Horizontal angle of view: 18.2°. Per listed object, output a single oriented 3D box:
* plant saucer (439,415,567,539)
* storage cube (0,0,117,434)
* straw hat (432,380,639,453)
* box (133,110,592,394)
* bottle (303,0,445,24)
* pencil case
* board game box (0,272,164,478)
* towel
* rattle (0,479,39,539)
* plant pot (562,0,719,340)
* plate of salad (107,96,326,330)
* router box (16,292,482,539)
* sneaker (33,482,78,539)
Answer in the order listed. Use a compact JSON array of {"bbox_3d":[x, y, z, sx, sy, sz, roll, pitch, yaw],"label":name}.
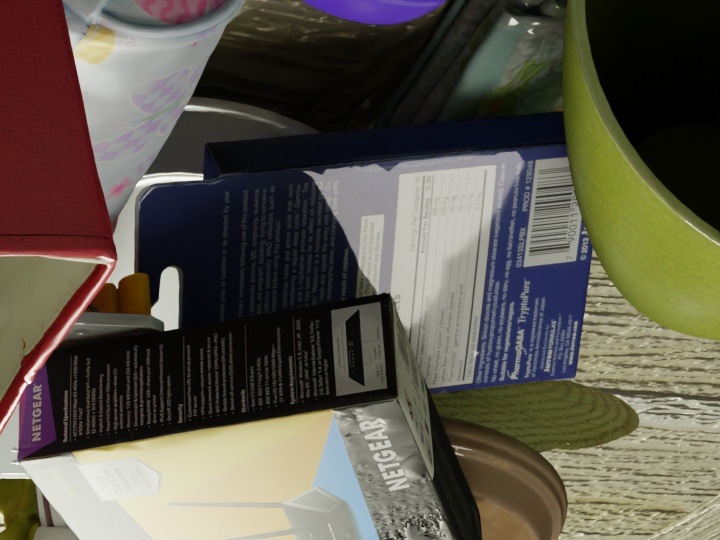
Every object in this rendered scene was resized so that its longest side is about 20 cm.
[{"bbox_3d":[-0.001,0.126,1.049,0.198,0.030,0.201,-2,147,-1],"label":"plant saucer"},{"bbox_3d":[-0.200,-0.041,0.712,0.198,0.181,0.171,0,152,-29],"label":"storage cube"},{"bbox_3d":[0.039,0.028,1.103,0.199,0.086,0.201,2,-168,0],"label":"straw hat"},{"bbox_3d":[0.000,0.000,0.929,0.198,0.032,0.122,-7,123,-18],"label":"box"},{"bbox_3d":[0.050,-0.160,0.750,0.083,0.066,0.200,3,149,-42],"label":"bottle"},{"bbox_3d":[-0.111,-0.066,0.827,0.090,0.083,0.200,-27,165,-38],"label":"pencil case"},{"bbox_3d":[-0.199,0.042,0.903,0.198,0.026,0.200,3,158,-20],"label":"board game box"},{"bbox_3d":[0.101,-0.074,0.984,0.170,0.049,0.200,-3,153,-25],"label":"towel"},{"bbox_3d":[-0.191,0.132,1.139,0.129,0.144,0.200,11,161,-1],"label":"rattle"},{"bbox_3d":[0.149,-0.051,0.829,0.185,0.189,0.200,-11,163,-10],"label":"plant pot"},{"bbox_3d":[-0.066,-0.008,0.988,0.198,0.048,0.201,4,136,4],"label":"plate of salad"},{"bbox_3d":[-0.037,0.089,0.913,0.148,0.051,0.200,-10,148,9],"label":"router box"},{"bbox_3d":[-0.110,0.064,1.125,0.075,0.117,0.200,-5,-166,17],"label":"sneaker"}]
